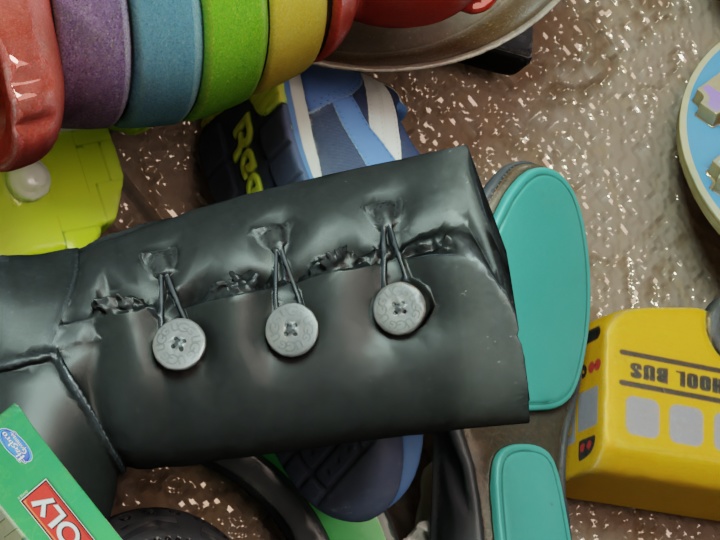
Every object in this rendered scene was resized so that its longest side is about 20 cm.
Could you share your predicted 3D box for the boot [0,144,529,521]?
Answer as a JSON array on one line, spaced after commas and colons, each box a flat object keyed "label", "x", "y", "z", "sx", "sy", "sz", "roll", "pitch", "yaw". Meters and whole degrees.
[{"label": "boot", "x": -0.040, "y": 0.057, "z": 0.845, "sx": 0.199, "sy": 0.066, "sz": 0.165, "roll": -10, "pitch": 83, "yaw": -6}]

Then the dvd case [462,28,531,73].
[{"label": "dvd case", "x": 0.006, "y": -0.192, "z": 1.051, "sx": 0.150, "sy": 0.025, "sz": 0.201, "roll": 13, "pitch": 67, "yaw": -22}]

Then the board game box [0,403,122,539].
[{"label": "board game box", "x": -0.118, "y": 0.135, "z": 0.782, "sx": 0.135, "sy": 0.200, "sz": 0.029, "roll": 52, "pitch": 46, "yaw": -2}]

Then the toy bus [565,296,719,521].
[{"label": "toy bus", "x": 0.169, "y": 0.061, "z": 1.030, "sx": 0.199, "sy": 0.065, "sz": 0.079, "roll": 11, "pitch": 69, "yaw": -23}]

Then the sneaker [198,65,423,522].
[{"label": "sneaker", "x": 0.000, "y": 0.000, "z": 0.946, "sx": 0.082, "sy": 0.074, "sz": 0.201, "roll": 12, "pitch": 53, "yaw": -34}]

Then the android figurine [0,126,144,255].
[{"label": "android figurine", "x": -0.158, "y": -0.066, "z": 0.918, "sx": 0.182, "sy": 0.041, "sz": 0.201, "roll": -10, "pitch": 76, "yaw": -29}]

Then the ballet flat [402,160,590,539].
[{"label": "ballet flat", "x": 0.046, "y": 0.060, "z": 0.964, "sx": 0.073, "sy": 0.073, "sz": 0.201, "roll": 5, "pitch": 78, "yaw": -25}]

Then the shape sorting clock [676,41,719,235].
[{"label": "shape sorting clock", "x": 0.231, "y": -0.045, "z": 1.073, "sx": 0.199, "sy": 0.039, "sz": 0.200, "roll": 4, "pitch": 43, "yaw": -4}]

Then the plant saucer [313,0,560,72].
[{"label": "plant saucer", "x": -0.003, "y": -0.160, "z": 0.979, "sx": 0.199, "sy": 0.032, "sz": 0.201, "roll": 4, "pitch": 67, "yaw": -10}]

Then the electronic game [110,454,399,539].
[{"label": "electronic game", "x": -0.071, "y": 0.123, "z": 0.903, "sx": 0.199, "sy": 0.042, "sz": 0.201, "roll": 9, "pitch": 68, "yaw": -24}]

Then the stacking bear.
[{"label": "stacking bear", "x": -0.045, "y": -0.109, "z": 0.875, "sx": 0.199, "sy": 0.114, "sz": 0.122, "roll": -13, "pitch": 86, "yaw": -20}]
